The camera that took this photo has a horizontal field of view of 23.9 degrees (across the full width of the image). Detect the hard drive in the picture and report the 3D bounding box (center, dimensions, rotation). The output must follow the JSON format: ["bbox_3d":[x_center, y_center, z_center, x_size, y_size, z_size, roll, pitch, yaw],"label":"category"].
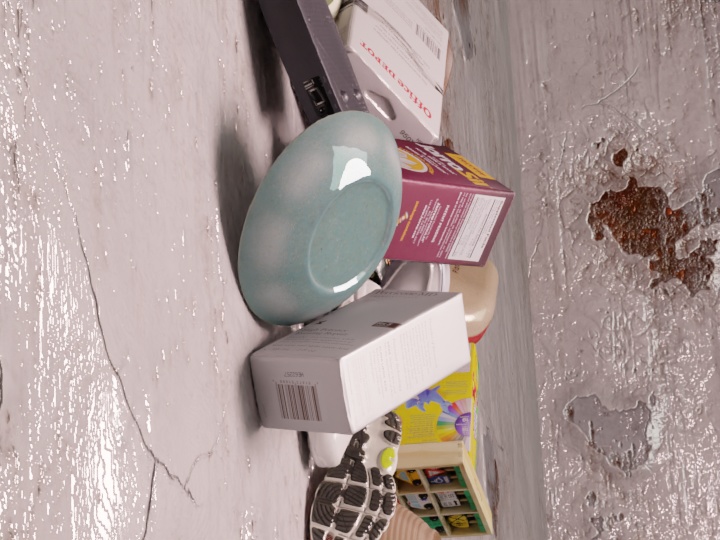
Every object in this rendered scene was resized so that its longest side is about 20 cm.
[{"bbox_3d":[-0.052,-0.227,1.596,0.135,0.042,0.202,-35,103,-77],"label":"hard drive"}]

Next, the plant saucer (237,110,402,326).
[{"bbox_3d":[-0.021,-0.036,1.467,0.200,0.039,0.203,-32,137,-35],"label":"plant saucer"}]

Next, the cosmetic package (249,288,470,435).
[{"bbox_3d":[0.004,0.076,1.497,0.199,0.101,0.075,-29,114,-52],"label":"cosmetic package"}]

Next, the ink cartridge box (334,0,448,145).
[{"bbox_3d":[0.014,-0.221,1.780,0.145,0.084,0.201,43,32,-26],"label":"ink cartridge box"}]

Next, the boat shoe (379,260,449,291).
[{"bbox_3d":[0.030,0.064,1.723,0.202,0.073,0.065,-69,165,13],"label":"boat shoe"}]

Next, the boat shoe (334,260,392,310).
[{"bbox_3d":[0.003,0.000,1.770,0.063,0.073,0.204,-91,175,-64],"label":"boat shoe"}]

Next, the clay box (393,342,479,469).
[{"bbox_3d":[0.075,0.174,1.939,0.048,0.113,0.201,74,16,-44],"label":"clay box"}]

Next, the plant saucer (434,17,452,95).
[{"bbox_3d":[0.059,-0.192,1.958,0.202,0.036,0.201,-61,-166,25],"label":"plant saucer"}]

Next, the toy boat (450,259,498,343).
[{"bbox_3d":[0.098,0.052,2.170,0.200,0.129,0.132,-69,180,-66],"label":"toy boat"}]

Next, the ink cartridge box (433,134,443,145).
[{"bbox_3d":[0.072,-0.055,1.920,0.201,0.039,0.100,-79,167,-47],"label":"ink cartridge box"}]

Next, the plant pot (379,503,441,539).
[{"bbox_3d":[0.037,0.320,1.737,0.201,0.092,0.204,-5,90,-78],"label":"plant pot"}]

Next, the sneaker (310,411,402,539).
[{"bbox_3d":[-0.003,0.218,1.646,0.201,0.076,0.085,-67,176,-50],"label":"sneaker"}]

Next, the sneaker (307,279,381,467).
[{"bbox_3d":[0.009,0.099,1.627,0.078,0.098,0.202,83,22,-62],"label":"sneaker"}]

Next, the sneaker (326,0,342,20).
[{"bbox_3d":[-0.040,-0.343,1.741,0.090,0.066,0.202,80,14,-46],"label":"sneaker"}]

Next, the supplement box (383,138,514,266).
[{"bbox_3d":[0.041,-0.069,1.645,0.199,0.110,0.086,3,116,-49],"label":"supplement box"}]

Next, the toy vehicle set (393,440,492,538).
[{"bbox_3d":[0.067,0.241,1.841,0.201,0.123,0.027,66,21,-57],"label":"toy vehicle set"}]
